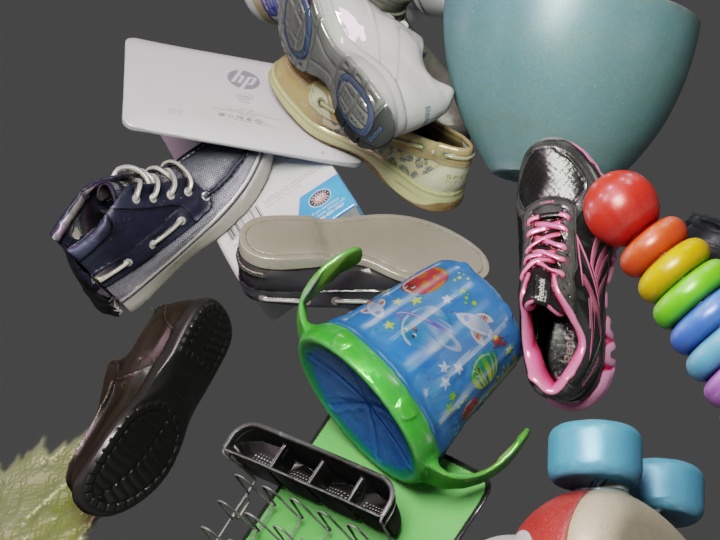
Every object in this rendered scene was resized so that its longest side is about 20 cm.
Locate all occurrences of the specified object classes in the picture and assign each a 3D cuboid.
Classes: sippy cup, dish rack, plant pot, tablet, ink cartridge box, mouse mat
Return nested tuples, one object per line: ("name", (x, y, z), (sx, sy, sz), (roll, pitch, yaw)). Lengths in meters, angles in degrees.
("sippy cup", (0.045, 0.065, 1.313), (0.130, 0.178, 0.139), (-38, 19, -19))
("dish rack", (-0.070, 0.224, 1.295), (0.153, 0.055, 0.201), (18, 66, 34))
("plant pot", (0.155, -0.136, 1.383), (0.199, 0.200, 0.136), (6, 86, 28))
("tablet", (-0.097, -0.141, 1.475), (0.199, 0.014, 0.131), (9, 38, -13))
("ink cartridge box", (-0.079, -0.070, 1.506), (0.115, 0.068, 0.200), (-33, 50, 1))
("mouse mat", (-0.013, 0.206, 1.320), (0.160, 0.008, 0.200), (23, 68, 35))

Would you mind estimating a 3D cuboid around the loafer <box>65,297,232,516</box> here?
("loafer", (-0.176, 0.108, 1.433), (0.071, 0.073, 0.201), (9, 56, 41))

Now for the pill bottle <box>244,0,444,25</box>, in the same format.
("pill bottle", (0.002, -0.273, 1.579), (0.199, 0.120, 0.120), (7, 60, 28))

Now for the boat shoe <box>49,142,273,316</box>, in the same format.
("boat shoe", (-0.158, -0.059, 1.433), (0.200, 0.093, 0.075), (-49, 50, -9))

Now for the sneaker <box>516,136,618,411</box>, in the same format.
("sneaker", (0.142, 0.002, 1.286), (0.078, 0.095, 0.202), (-6, 86, 24))

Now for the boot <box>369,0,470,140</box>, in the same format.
("boot", (0.026, -0.195, 1.462), (0.200, 0.131, 0.068), (40, 63, 8))

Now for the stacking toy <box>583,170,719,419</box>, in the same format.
("stacking toy", (0.230, 0.011, 1.244), (0.085, 0.085, 0.200), (-36, 76, -3))

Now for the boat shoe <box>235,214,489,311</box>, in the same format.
("boat shoe", (0.000, 0.000, 1.405), (0.198, 0.063, 0.073), (5, 42, -9))

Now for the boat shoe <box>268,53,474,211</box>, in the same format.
("boat shoe", (0.011, -0.127, 1.441), (0.200, 0.063, 0.073), (36, 40, 19))

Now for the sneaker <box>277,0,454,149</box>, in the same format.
("sneaker", (-0.001, -0.177, 1.403), (0.087, 0.075, 0.201), (-14, 59, -30))

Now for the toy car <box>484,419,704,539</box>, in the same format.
("toy car", (0.111, 0.214, 1.164), (0.199, 0.177, 0.186), (-11, 64, 33))

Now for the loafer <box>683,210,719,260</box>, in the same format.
("loafer", (0.308, 0.000, 1.274), (0.200, 0.068, 0.071), (16, 74, 37))
